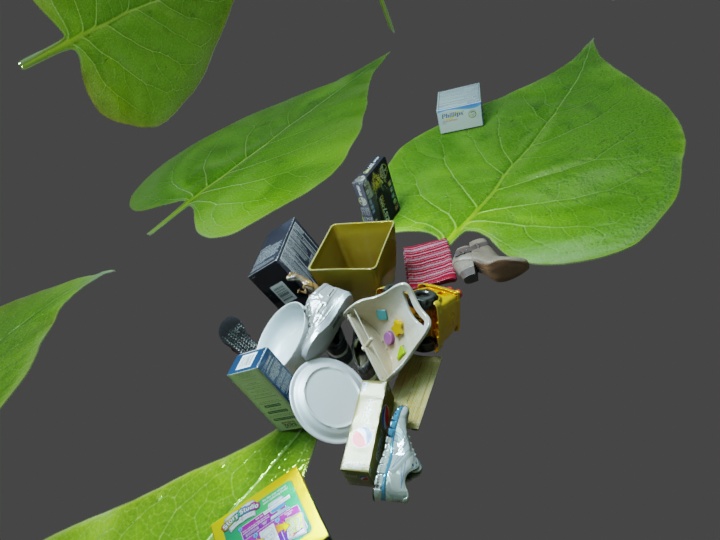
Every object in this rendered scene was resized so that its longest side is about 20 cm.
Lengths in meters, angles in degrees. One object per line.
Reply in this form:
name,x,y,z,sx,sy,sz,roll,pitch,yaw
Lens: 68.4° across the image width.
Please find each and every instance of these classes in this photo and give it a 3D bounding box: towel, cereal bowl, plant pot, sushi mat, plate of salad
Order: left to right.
cereal bowl,-0.177,0.189,1.350,0.198,0.083,0.204,-34,39,31
plate of salad,-0.067,0.288,1.173,0.194,0.048,0.204,17,46,-18
plant pot,0.000,0.000,1.455,0.194,0.180,0.203,-1,40,24
sushi mat,0.115,0.269,1.196,0.093,0.012,0.202,3,43,26
towel,0.195,-0.020,1.520,0.140,0.023,0.203,-13,37,9

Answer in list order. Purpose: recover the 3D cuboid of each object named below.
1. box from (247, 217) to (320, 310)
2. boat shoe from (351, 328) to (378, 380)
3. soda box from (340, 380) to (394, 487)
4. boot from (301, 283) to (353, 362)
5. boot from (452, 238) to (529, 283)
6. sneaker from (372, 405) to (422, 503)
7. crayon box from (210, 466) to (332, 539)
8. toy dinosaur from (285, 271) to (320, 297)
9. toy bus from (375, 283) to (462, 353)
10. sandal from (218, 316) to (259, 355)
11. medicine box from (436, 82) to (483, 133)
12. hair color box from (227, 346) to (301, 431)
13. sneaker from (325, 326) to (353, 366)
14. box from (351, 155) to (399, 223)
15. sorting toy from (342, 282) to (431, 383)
box,-0.190,0.001,1.510,0.121,0.201,0.201,-25,30,29
boat shoe,0.013,0.187,1.305,0.071,0.066,0.202,-18,35,4
soda box,0.018,0.334,1.098,0.062,0.069,0.204,-3,46,22
boot,-0.103,0.120,1.268,0.093,0.075,0.202,20,55,27
boot,0.343,-0.035,1.429,0.193,0.072,0.148,-11,35,12
sneaker,0.084,0.366,1.050,0.084,0.076,0.203,10,48,10
crayon box,-0.166,0.501,0.997,0.196,0.059,0.172,-30,36,-13
toy dinosaur,-0.105,0.064,1.392,0.060,0.199,0.107,-43,25,13
toy bus,0.159,0.090,1.316,0.196,0.140,0.190,14,29,40
sandal,-0.331,0.203,1.480,0.075,0.046,0.199,-39,55,-17
medicine box,0.408,-0.665,2.171,0.176,0.105,0.203,-7,38,17
hair color box,-0.191,0.266,1.172,0.098,0.202,0.061,-16,31,32
sneaker,-0.080,0.153,1.354,0.072,0.114,0.200,-28,37,-15
box,0.053,-0.240,1.715,0.048,0.204,0.162,8,43,35
sorting toy,0.079,0.130,1.213,0.105,0.181,0.203,2,50,-47
